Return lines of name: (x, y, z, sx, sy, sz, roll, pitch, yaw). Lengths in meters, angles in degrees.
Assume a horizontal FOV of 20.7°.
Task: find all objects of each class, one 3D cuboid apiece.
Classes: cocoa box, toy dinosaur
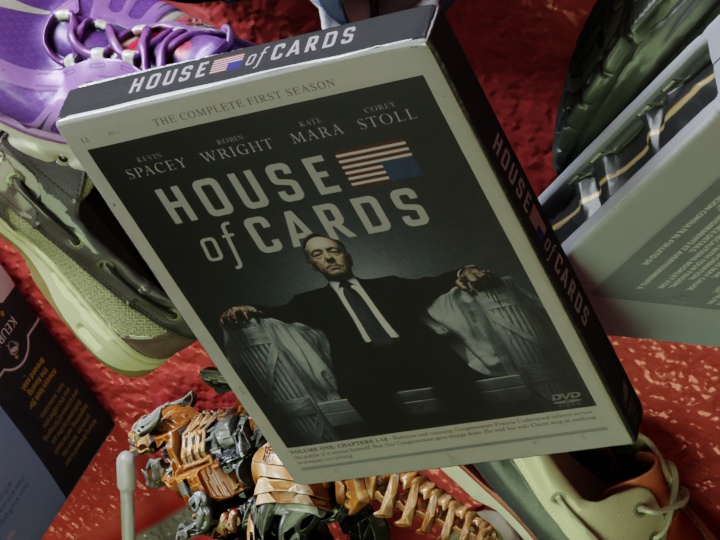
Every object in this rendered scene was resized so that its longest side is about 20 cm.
cocoa box: (-0.237, 0.103, 0.945, 0.133, 0.200, 0.131, -15, 120, 34)
toy dinosaur: (-0.030, 0.113, 0.919, 0.200, 0.102, 0.136, 19, 122, 57)

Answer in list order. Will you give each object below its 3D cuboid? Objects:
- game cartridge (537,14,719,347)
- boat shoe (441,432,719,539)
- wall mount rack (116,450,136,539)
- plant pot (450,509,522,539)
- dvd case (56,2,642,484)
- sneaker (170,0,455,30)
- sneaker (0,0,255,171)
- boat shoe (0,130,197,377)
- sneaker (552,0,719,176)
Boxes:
game cartridge: (0.147, -0.031, 0.708, 0.133, 0.041, 0.200, 10, 149, -22)
boat shoe: (0.105, 0.095, 0.865, 0.200, 0.071, 0.063, 41, 130, -4)
wall mount rack: (-0.092, 0.197, 0.977, 0.074, 0.200, 0.174, -35, 111, 16)
plant pot: (0.101, 0.241, 0.918, 0.183, 0.201, 0.201, 26, 135, -11)
dvd case: (0.000, 0.000, 0.722, 0.150, 0.025, 0.200, -10, 131, 27)
sneaker: (-0.030, -0.121, 0.721, 0.199, 0.109, 0.070, -10, 124, 34)
sneaker: (-0.076, -0.077, 0.749, 0.199, 0.081, 0.083, 20, 164, 6)
boat shoe: (-0.133, -0.042, 0.871, 0.066, 0.072, 0.201, -26, 113, 28)
sneaker: (0.135, -0.087, 0.698, 0.090, 0.076, 0.200, 26, 138, -9)
